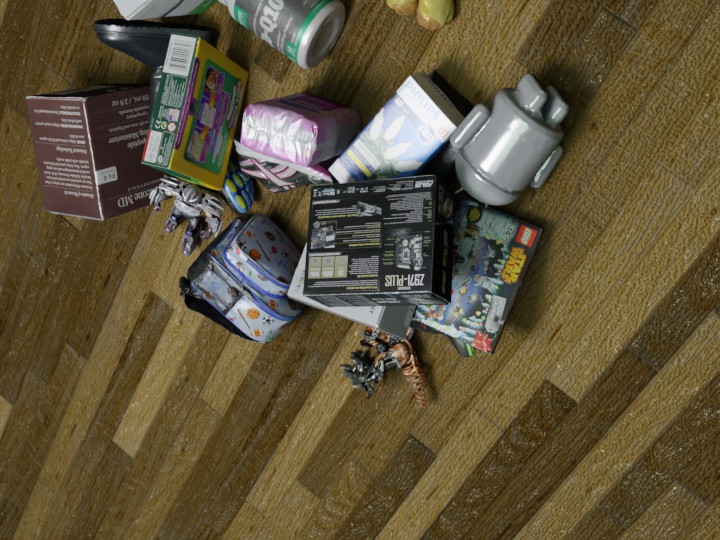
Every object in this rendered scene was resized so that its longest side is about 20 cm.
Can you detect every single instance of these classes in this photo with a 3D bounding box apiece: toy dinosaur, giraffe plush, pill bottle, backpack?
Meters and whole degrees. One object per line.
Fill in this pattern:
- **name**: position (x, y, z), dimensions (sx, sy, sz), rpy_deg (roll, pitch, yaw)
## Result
- **toy dinosaur**: position (0.043, 0.140, 1.475), dimensions (0.135, 0.102, 0.202), rpy_deg (-34, 69, 15)
- **giraffe plush**: position (0.079, -0.436, 1.209), dimensions (0.171, 0.162, 0.202), rpy_deg (33, 119, 12)
- **pill bottle**: position (-0.129, -0.407, 1.351), dimensions (0.199, 0.113, 0.114), rpy_deg (36, 119, 11)
- **backpack**: position (-0.174, 0.015, 1.490), dimensions (0.153, 0.201, 0.191), rpy_deg (-33, 105, 32)

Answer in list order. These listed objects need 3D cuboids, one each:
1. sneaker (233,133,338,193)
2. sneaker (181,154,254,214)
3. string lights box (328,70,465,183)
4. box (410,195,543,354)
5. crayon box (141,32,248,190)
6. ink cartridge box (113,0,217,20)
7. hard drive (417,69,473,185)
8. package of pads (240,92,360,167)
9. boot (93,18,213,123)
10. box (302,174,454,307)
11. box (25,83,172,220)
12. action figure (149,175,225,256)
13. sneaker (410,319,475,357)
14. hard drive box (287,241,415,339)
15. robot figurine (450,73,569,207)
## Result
- **sneaker**: position (-0.117, -0.166, 1.463), dimensions (0.198, 0.080, 0.088), rpy_deg (23, 128, 26)
- **sneaker**: position (-0.258, -0.167, 1.528), dimensions (0.199, 0.070, 0.083), rpy_deg (43, 125, 13)
- **string lights box**: position (0.054, -0.185, 1.320), dimensions (0.103, 0.059, 0.200), rpy_deg (47, 122, 4)
- **box**: position (0.176, 0.007, 1.343), dimensions (0.135, 0.040, 0.203), rpy_deg (23, 91, 16)
- **crayon box**: position (-0.256, -0.244, 1.398), dimensions (0.057, 0.172, 0.204), rpy_deg (13, 88, 18)
- **ink cartridge box**: position (-0.310, -0.473, 1.365), dimensions (0.082, 0.200, 0.148), rpy_deg (-26, 96, 30)
- **hard drive**: position (0.092, -0.187, 1.361), dimensions (0.135, 0.042, 0.201), rpy_deg (43, 120, 7)
- **package of pads**: position (-0.086, -0.215, 1.347), dimensions (0.119, 0.200, 0.077), rpy_deg (21, 111, 14)
- **boot**: position (-0.336, -0.317, 1.453), dimensions (0.076, 0.197, 0.171), rpy_deg (40, 126, 55)
- **box**: position (0.028, -0.038, 1.262), dimensions (0.196, 0.086, 0.167), rpy_deg (-3, 76, 25)
- **box**: position (-0.447, -0.210, 1.531), dimensions (0.162, 0.165, 0.204), rpy_deg (8, 112, 34)
- **action figure**: position (-0.294, -0.096, 1.513), dimensions (0.129, 0.070, 0.200), rpy_deg (36, 159, -2)
- **sneaker**: position (0.108, 0.067, 1.417), dimensions (0.084, 0.077, 0.200), rpy_deg (-47, 74, 10)
- **hard drive box**: position (0.000, 0.000, 1.380), dimensions (0.198, 0.076, 0.158), rpy_deg (17, 85, 41)
- **robot figurine**: position (0.209, -0.176, 1.263), dimensions (0.167, 0.114, 0.201), rpy_deg (22, 120, -22)
